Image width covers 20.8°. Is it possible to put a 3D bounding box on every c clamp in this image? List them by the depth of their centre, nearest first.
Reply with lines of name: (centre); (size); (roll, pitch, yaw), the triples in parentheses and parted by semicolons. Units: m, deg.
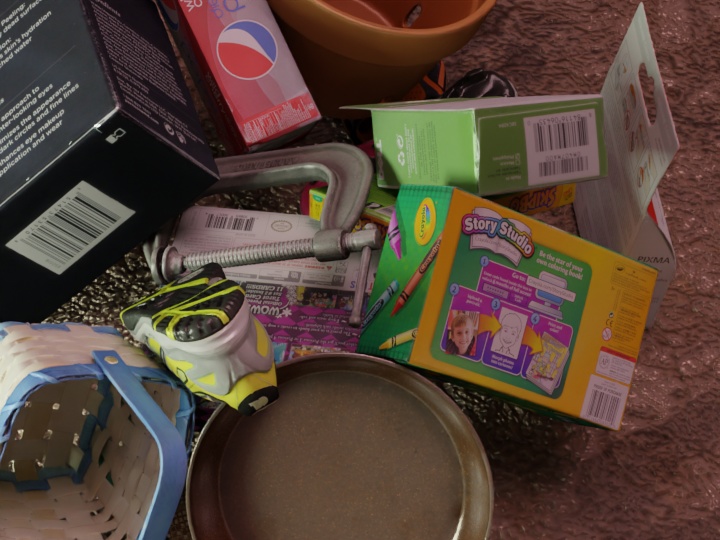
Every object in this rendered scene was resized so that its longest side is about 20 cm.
c clamp: (-0.071, -0.029, 1.359); (0.200, 0.027, 0.171); (-2, 47, 26)

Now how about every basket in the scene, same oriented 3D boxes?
basket: (-0.171, 0.129, 1.238); (0.139, 0.176, 0.200); (5, 30, -30)

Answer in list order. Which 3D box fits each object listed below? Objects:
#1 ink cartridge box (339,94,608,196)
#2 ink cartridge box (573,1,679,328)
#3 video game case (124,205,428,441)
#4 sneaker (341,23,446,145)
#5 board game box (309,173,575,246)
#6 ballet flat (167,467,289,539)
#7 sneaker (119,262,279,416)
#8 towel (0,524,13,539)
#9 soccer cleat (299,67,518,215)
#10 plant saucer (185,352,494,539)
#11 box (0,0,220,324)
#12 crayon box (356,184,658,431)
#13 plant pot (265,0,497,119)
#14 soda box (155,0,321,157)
ink cartridge box: (0.075, -0.090, 1.375); (0.104, 0.059, 0.200); (-8, 8, -27)
ink cartridge box: (0.216, -0.079, 1.502); (0.047, 0.200, 0.160); (4, 48, -12)
video game case: (-0.046, 0.037, 1.369); (0.200, 0.036, 0.181); (5, 50, 8)
sneaker: (-0.024, -0.158, 1.602); (0.200, 0.078, 0.112); (4, 47, -9)
board game box: (0.067, -0.056, 1.429); (0.200, 0.030, 0.096); (-19, 29, -40)
ballet flat: (-0.040, 0.141, 1.340); (0.200, 0.065, 0.071); (-11, 58, -20)
sneaker: (-0.100, 0.046, 1.242); (0.075, 0.076, 0.200); (-29, 13, -5)
towel: (-0.245, 0.248, 1.231); (0.144, 0.023, 0.200); (-25, 60, -33)
soccer cleat: (0.045, -0.082, 1.564); (0.200, 0.086, 0.070); (-33, 67, -7)
plant saucer: (-0.013, 0.146, 1.282); (0.200, 0.200, 0.034); (14, 13, 0)
box: (-0.228, -0.099, 1.407); (0.117, 0.197, 0.200); (34, 26, -47)
crayon box: (0.102, 0.027, 1.319); (0.200, 0.058, 0.119); (20, 81, -36)
plant pot: (-0.005, -0.212, 1.520); (0.200, 0.140, 0.200); (11, 51, -14)
soda box: (-0.103, -0.182, 1.459); (0.063, 0.070, 0.200); (-24, 87, -16)
